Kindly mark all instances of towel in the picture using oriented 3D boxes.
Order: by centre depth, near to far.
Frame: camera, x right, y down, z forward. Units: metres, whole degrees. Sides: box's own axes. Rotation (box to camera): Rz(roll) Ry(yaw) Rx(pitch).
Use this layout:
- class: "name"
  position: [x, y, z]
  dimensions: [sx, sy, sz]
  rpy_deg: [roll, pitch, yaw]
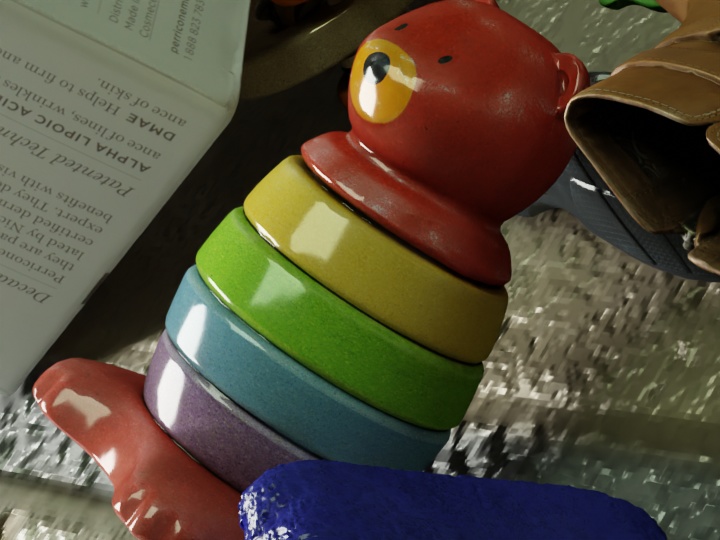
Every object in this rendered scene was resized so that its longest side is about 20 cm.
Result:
- class: "towel"
  position: [0.049, 0.133, 0.844]
  dimensions: [0.200, 0.147, 0.050]
  rpy_deg: [-115, 39, -54]

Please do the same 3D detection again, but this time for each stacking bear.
- class: "stacking bear"
  position: [0.000, 0.000, 0.987]
  dimensions: [0.200, 0.114, 0.121]
  rpy_deg: [-57, 38, 10]

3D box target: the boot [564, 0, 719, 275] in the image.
- class: "boot"
  position: [0.117, -0.065, 0.955]
  dimensions: [0.155, 0.077, 0.200]
  rpy_deg: [-24, 51, -36]

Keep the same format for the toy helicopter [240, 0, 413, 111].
- class: "toy helicopter"
  position: [0.000, -0.138, 1.240]
  dimensions: [0.132, 0.079, 0.200]
  rpy_deg: [-12, 32, 46]

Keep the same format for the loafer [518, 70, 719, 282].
- class: "loafer"
  position: [0.088, -0.050, 1.048]
  dimensions: [0.063, 0.072, 0.200]
  rpy_deg: [-46, 32, -16]

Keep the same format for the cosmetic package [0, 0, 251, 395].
- class: "cosmetic package"
  position: [-0.155, -0.092, 1.177]
  dimensions: [0.200, 0.165, 0.165]
  rpy_deg: [-49, 23, 41]

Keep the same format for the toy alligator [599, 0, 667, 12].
- class: "toy alligator"
  position: [0.180, -0.122, 1.056]
  dimensions: [0.199, 0.059, 0.054]
  rpy_deg: [-25, 80, 20]
